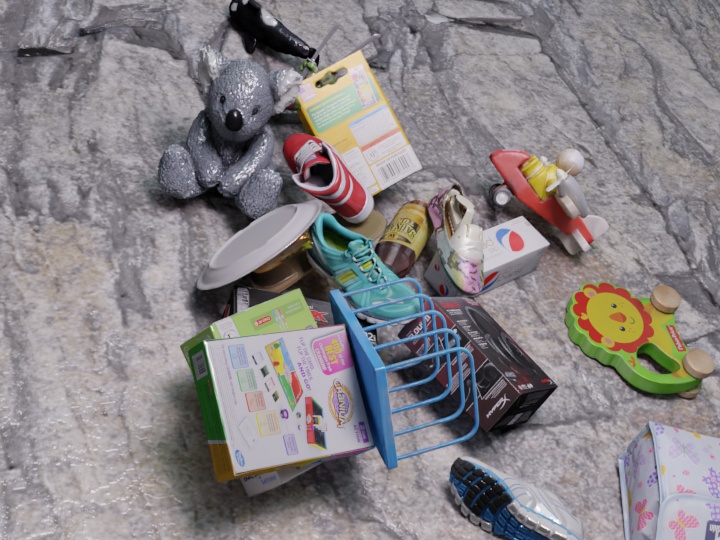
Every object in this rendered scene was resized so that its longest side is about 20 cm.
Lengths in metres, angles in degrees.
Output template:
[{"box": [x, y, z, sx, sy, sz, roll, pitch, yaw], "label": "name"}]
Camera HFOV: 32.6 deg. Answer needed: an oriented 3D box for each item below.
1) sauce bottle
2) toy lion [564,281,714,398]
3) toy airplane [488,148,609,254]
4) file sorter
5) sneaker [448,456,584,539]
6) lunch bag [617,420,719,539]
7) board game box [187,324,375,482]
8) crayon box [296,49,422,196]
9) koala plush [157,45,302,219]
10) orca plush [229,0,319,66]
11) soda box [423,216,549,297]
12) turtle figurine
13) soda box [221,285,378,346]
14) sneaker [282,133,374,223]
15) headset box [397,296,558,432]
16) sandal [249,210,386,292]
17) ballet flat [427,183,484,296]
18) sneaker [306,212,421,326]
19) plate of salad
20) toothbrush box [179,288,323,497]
[{"box": [0.055, -0.028, 1.798, 0.066, 0.066, 0.201, 28, 40, 2], "label": "sauce bottle"}, {"box": [0.410, 0.100, 1.862, 0.189, 0.069, 0.201, -3, 49, -20], "label": "toy lion"}, {"box": [0.317, -0.122, 1.956, 0.198, 0.142, 0.200, 24, 13, -49], "label": "toy airplane"}, {"box": [0.051, 0.115, 1.495, 0.121, 0.140, 0.200, -14, 29, -12], "label": "file sorter"}, {"box": [0.200, 0.295, 1.556, 0.199, 0.075, 0.087, 37, 35, 0], "label": "sneaker"}, {"box": [0.440, 0.317, 1.608, 0.168, 0.128, 0.202, 14, 50, -10], "label": "lunch bag"}, {"box": [-0.087, 0.148, 1.405, 0.198, 0.040, 0.155, -4, 73, -38], "label": "board game box"}, {"box": [-0.009, -0.211, 1.855, 0.125, 0.052, 0.202, -29, 96, -10], "label": "crayon box"}, {"box": [-0.177, -0.210, 1.739, 0.175, 0.202, 0.184, 14, 27, 0], "label": "koala plush"}, {"box": [-0.158, -0.385, 2.069, 0.199, 0.071, 0.105, 39, -2, 8], "label": "orca plush"}, {"box": [0.192, -0.016, 1.858, 0.199, 0.064, 0.068, -20, 59, -40], "label": "soda box"}, {"box": [-0.087, -0.304, 1.926, 0.192, 0.202, 0.144, -12, 44, -21], "label": "turtle figurine"}, {"box": [-0.080, 0.080, 1.616, 0.198, 0.071, 0.064, 12, 44, -16], "label": "soda box"}, {"box": [-0.068, -0.152, 1.727, 0.200, 0.071, 0.112, 44, 5, 38], "label": "sneaker"}, {"box": [0.152, 0.115, 1.658, 0.200, 0.077, 0.148, 48, 20, 21], "label": "headset box"}, {"box": [-0.059, -0.014, 1.732, 0.210, 0.070, 0.078, -28, 55, -17], "label": "sandal"}, {"box": [0.143, -0.054, 1.767, 0.068, 0.071, 0.201, 16, 37, -24], "label": "ballet flat"}, {"box": [0.000, 0.000, 1.623, 0.199, 0.080, 0.077, 38, 55, 23], "label": "sneaker"}, {"box": [-0.130, -0.028, 1.635, 0.048, 0.199, 0.200, 56, 39, -18], "label": "plate of salad"}, {"box": [-0.103, 0.145, 1.478, 0.145, 0.086, 0.202, -23, 84, -41], "label": "toothbrush box"}]
